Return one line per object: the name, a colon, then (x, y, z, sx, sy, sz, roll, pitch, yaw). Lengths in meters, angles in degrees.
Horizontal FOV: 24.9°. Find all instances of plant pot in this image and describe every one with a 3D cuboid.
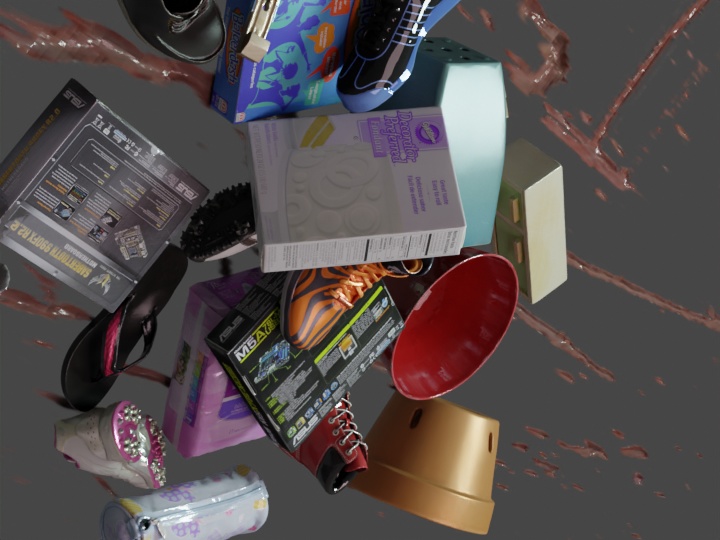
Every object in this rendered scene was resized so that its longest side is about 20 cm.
plant pot: (0.072, -0.142, 1.758, 0.141, 0.141, 0.201, -7, 119, -43)
plant pot: (0.090, 0.233, 2.066, 0.200, 0.199, 0.141, 24, 86, -53)

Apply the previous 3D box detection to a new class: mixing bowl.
mixing bowl: (0.081, 0.042, 1.945, 0.199, 0.108, 0.201, -27, 137, -28)

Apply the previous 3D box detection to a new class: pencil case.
pencil case: (-0.201, 0.280, 1.868, 0.199, 0.083, 0.091, -10, 150, -43)

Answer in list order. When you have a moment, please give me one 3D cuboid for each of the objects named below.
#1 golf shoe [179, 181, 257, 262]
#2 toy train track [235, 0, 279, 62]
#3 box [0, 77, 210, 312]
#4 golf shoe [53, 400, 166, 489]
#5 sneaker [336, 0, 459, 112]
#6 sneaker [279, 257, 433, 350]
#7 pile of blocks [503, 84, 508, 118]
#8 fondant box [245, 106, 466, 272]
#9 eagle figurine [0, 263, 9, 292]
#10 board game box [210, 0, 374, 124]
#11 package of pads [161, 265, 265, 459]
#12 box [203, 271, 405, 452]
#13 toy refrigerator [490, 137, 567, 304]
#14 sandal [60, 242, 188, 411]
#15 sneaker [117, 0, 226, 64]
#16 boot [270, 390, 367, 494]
golf shoe: (-0.096, -0.054, 1.703, 0.199, 0.078, 0.095, -35, 141, -20)
toy train track: (-0.066, -0.289, 1.512, 0.114, 0.032, 0.201, 25, 82, -40)
box: (-0.254, -0.066, 1.546, 0.159, 0.048, 0.200, -51, 143, 0)
golf shoe: (-0.264, 0.188, 1.747, 0.091, 0.076, 0.200, -7, 156, 7)
sneaker: (0.034, -0.252, 1.608, 0.201, 0.070, 0.078, -54, 143, -10)
sneaker: (0.000, 0.000, 1.649, 0.077, 0.112, 0.201, 32, 85, -46)
pile of blocks: (0.108, -0.128, 1.868, 0.062, 0.082, 0.202, 3, 109, -31)
fondant box: (-0.007, -0.081, 1.599, 0.198, 0.145, 0.058, -5, 151, -9)
eagle figurine: (-0.396, 0.070, 1.438, 0.150, 0.152, 0.202, 9, 100, -10)
board game box: (-0.048, -0.236, 1.623, 0.199, 0.045, 0.153, -17, 132, -38)
package of pads: (-0.141, 0.102, 1.788, 0.120, 0.076, 0.201, -16, 131, -42)
box: (-0.055, 0.067, 1.751, 0.200, 0.047, 0.194, -48, 137, -17)
toy refrigerator: (0.203, -0.058, 2.018, 0.070, 0.076, 0.201, -34, 141, -22)
sandal: (-0.239, 0.063, 1.674, 0.201, 0.045, 0.075, -55, 144, 5)
sneaker: (-0.162, -0.231, 1.454, 0.075, 0.106, 0.200, -48, 144, -4)
boot: (-0.021, 0.153, 1.901, 0.072, 0.144, 0.201, 1, 119, -45)
